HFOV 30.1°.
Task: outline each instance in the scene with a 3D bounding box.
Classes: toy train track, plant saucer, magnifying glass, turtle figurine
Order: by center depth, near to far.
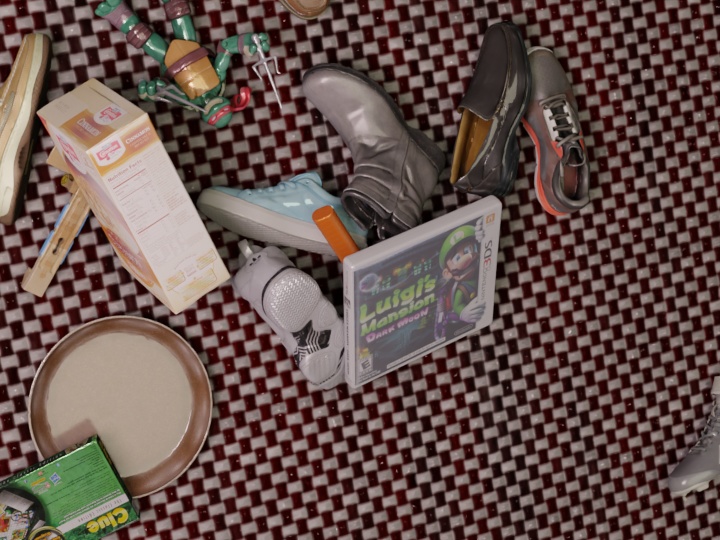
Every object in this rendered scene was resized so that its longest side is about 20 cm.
[{"bbox_3d":[-0.182,-0.219,1.412,0.149,0.101,0.201,-36,89,-25],"label":"turtle figurine"},{"bbox_3d":[-0.306,-0.068,1.423,0.114,0.032,0.201,27,94,-37],"label":"toy train track"},{"bbox_3d":[-0.262,0.148,1.458,0.198,0.032,0.203,-2,96,-17],"label":"plant saucer"},{"bbox_3d":[0.000,0.000,1.476,0.079,0.023,0.200,-20,136,14],"label":"magnifying glass"}]

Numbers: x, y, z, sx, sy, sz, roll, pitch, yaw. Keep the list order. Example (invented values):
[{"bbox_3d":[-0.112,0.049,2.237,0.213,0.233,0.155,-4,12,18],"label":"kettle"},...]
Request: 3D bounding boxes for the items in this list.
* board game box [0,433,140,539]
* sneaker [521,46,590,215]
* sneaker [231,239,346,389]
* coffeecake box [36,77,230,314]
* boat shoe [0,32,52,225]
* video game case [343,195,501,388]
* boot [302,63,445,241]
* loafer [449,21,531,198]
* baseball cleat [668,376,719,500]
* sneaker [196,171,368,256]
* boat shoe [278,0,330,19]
[{"bbox_3d":[-0.347,0.264,1.427,0.198,0.023,0.106,-25,104,-2],"label":"board game box"},{"bbox_3d":[0.234,-0.162,1.550,0.076,0.082,0.202,-19,101,-14],"label":"sneaker"},{"bbox_3d":[-0.074,0.044,1.485,0.075,0.115,0.201,-40,139,-9],"label":"sneaker"},{"bbox_3d":[-0.229,-0.077,1.350,0.073,0.153,0.201,-34,124,-16],"label":"coffeecake box"},{"bbox_3d":[-0.372,-0.152,1.380,0.075,0.072,0.202,14,91,-6],"label":"boat shoe"},{"bbox_3d":[0.069,0.025,1.484,0.198,0.023,0.183,-23,135,-24],"label":"video game case"},{"bbox_3d":[0.005,-0.125,1.457,0.199,0.070,0.132,36,52,-16],"label":"boot"},{"bbox_3d":[0.145,-0.184,1.519,0.072,0.072,0.203,1,95,-37],"label":"loafer"},{"bbox_3d":[0.445,0.193,1.665,0.199,0.070,0.107,-32,97,-21],"label":"baseball cleat"},{"bbox_3d":[-0.082,-0.073,1.478,0.198,0.074,0.083,15,74,-21],"label":"sneaker"},{"bbox_3d":[-0.080,-0.369,1.443,0.071,0.068,0.202,-25,103,-14],"label":"boat shoe"}]
